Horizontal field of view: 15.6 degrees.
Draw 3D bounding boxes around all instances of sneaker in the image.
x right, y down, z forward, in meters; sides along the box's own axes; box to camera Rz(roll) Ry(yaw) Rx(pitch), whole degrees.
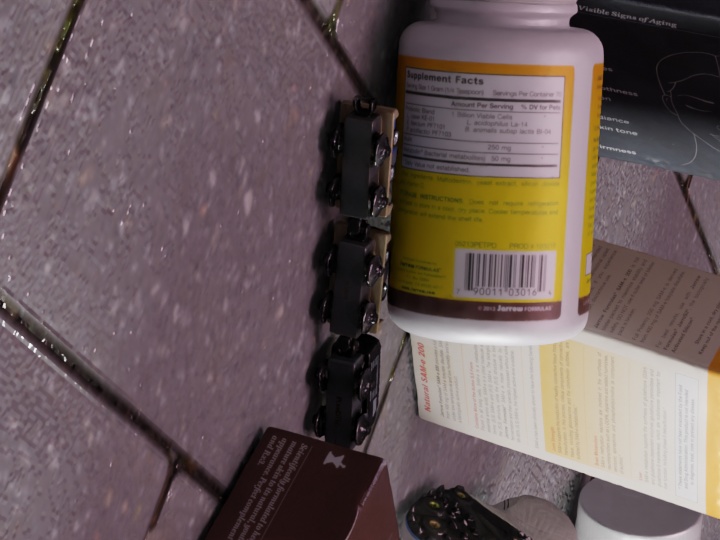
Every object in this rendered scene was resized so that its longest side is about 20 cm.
[{"bbox_3d":[0.075,0.178,1.637,0.073,0.072,0.200,-52,156,12],"label":"sneaker"}]

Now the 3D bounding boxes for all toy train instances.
[{"bbox_3d":[0.000,0.000,1.365,0.046,0.034,0.201,-48,146,-58],"label":"toy train"}]

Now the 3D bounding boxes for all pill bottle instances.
[{"bbox_3d":[0.071,-0.066,1.383,0.109,0.109,0.201,-16,110,-67],"label":"pill bottle"},{"bbox_3d":[0.197,0.256,1.936,0.110,0.109,0.201,-43,142,-55],"label":"pill bottle"}]

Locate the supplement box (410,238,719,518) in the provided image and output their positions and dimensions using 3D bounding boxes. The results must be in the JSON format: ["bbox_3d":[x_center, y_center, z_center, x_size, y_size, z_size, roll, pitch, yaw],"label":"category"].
[{"bbox_3d":[0.130,0.049,1.498,0.074,0.199,0.126,-55,152,-36],"label":"supplement box"}]

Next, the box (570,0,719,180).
[{"bbox_3d":[0.194,-0.153,1.535,0.197,0.199,0.124,62,44,-61],"label":"box"}]

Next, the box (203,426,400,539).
[{"bbox_3d":[-0.025,0.186,1.368,0.200,0.075,0.100,83,30,-48],"label":"box"}]
